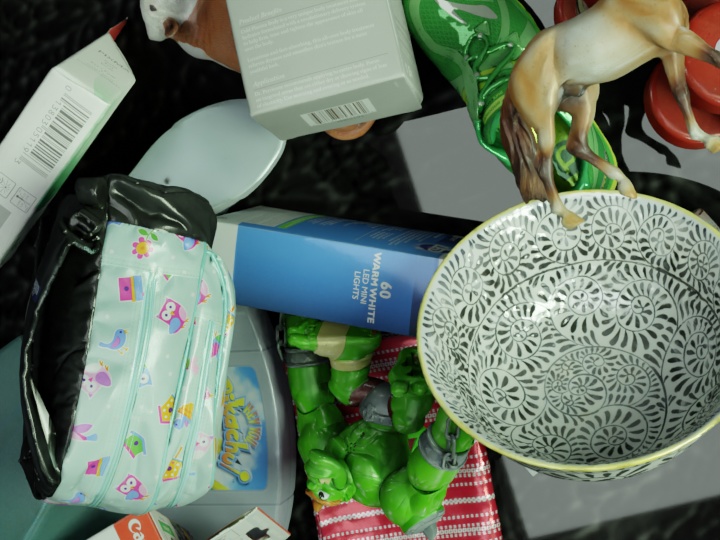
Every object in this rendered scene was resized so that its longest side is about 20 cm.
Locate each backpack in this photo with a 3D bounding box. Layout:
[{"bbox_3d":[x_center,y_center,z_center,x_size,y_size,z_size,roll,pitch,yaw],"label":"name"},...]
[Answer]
[{"bbox_3d":[-0.149,0.051,0.839,0.126,0.167,0.201,8,82,-15],"label":"backpack"}]

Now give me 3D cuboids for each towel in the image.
[{"bbox_3d":[0.024,0.147,0.981,0.144,0.022,0.201,-10,94,19],"label":"towel"}]

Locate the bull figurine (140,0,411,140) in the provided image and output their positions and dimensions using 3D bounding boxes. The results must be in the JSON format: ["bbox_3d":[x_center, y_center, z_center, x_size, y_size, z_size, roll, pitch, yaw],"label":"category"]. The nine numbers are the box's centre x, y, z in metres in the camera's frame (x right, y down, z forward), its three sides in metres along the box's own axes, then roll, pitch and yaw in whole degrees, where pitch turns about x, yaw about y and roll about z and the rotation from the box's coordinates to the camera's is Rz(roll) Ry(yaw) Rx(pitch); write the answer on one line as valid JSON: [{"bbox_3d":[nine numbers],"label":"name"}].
[{"bbox_3d":[-0.059,-0.177,0.939,0.200,0.065,0.122,34,101,6],"label":"bull figurine"}]

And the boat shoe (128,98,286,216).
[{"bbox_3d":[-0.135,-0.053,0.980,0.200,0.091,0.071,-37,85,5],"label":"boat shoe"}]

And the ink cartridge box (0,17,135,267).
[{"bbox_3d":[-0.214,-0.089,0.944,0.050,0.200,0.161,37,108,-7],"label":"ink cartridge box"}]

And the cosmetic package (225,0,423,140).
[{"bbox_3d":[-0.034,-0.197,0.861,0.107,0.090,0.201,-12,81,10],"label":"cosmetic package"}]

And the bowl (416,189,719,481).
[{"bbox_3d":[0.139,0.056,0.806,0.200,0.201,0.094,4,142,18],"label":"bowl"}]

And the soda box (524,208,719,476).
[{"bbox_3d":[0.171,0.048,0.895,0.200,0.064,0.068,-43,83,20],"label":"soda box"}]

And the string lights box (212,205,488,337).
[{"bbox_3d":[0.000,0.000,0.925,0.199,0.103,0.059,10,101,18],"label":"string lights box"}]

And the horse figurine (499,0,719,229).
[{"bbox_3d":[0.143,-0.110,0.759,0.200,0.050,0.133,-33,77,39],"label":"horse figurine"}]

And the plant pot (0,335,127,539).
[{"bbox_3d":[-0.243,0.145,0.991,0.141,0.141,0.200,42,112,21],"label":"plant pot"}]

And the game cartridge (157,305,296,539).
[{"bbox_3d":[-0.116,0.118,1.018,0.133,0.040,0.201,-4,96,16],"label":"game cartridge"}]

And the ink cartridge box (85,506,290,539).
[{"bbox_3d":[-0.156,0.213,0.949,0.200,0.109,0.050,-32,67,-3],"label":"ink cartridge box"}]

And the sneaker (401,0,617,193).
[{"bbox_3d":[0.100,-0.123,0.883,0.074,0.084,0.200,-41,85,17],"label":"sneaker"}]

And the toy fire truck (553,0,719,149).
[{"bbox_3d":[0.223,-0.185,0.833,0.168,0.112,0.200,-44,83,-5],"label":"toy fire truck"}]

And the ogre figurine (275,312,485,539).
[{"bbox_3d":[0.009,0.105,0.910,0.200,0.098,0.120,15,114,29],"label":"ogre figurine"}]
